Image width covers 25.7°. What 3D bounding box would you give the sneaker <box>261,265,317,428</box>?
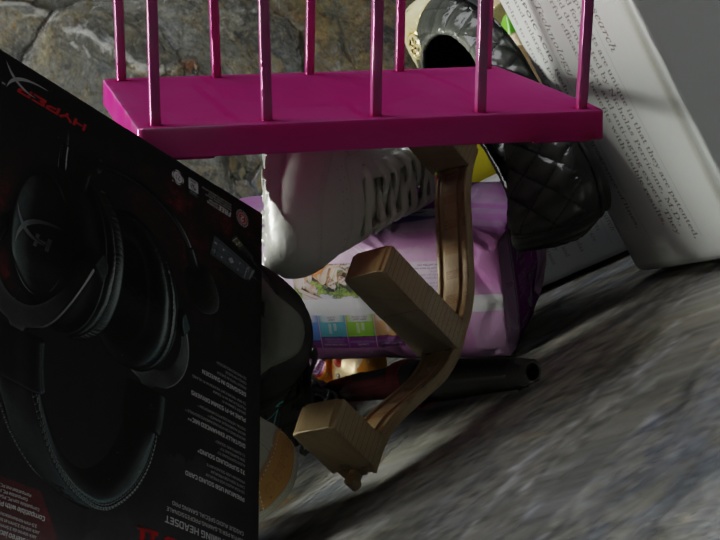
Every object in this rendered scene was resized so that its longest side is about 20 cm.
[{"bbox_3d":[-0.052,0.038,0.755,0.078,0.076,0.200,13,-10,-19],"label":"sneaker"}]

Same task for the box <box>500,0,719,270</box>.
[{"bbox_3d":[0.196,-0.134,0.786,0.198,0.201,0.131,-29,4,-16],"label":"box"}]

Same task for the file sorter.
[{"bbox_3d":[-0.009,-0.126,0.692,0.198,0.127,0.139,-4,16,-14],"label":"file sorter"}]

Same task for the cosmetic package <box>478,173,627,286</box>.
[{"bbox_3d":[0.127,-0.041,0.978,0.199,0.075,0.102,-27,4,28],"label":"cosmetic package"}]

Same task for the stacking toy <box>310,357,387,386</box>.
[{"bbox_3d":[-0.041,0.043,0.993,0.109,0.117,0.200,12,5,-31],"label":"stacking toy"}]

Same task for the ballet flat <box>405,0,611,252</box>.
[{"bbox_3d":[0.064,-0.086,0.829,0.056,0.067,0.201,-21,45,-11],"label":"ballet flat"}]

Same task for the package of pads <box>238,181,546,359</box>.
[{"bbox_3d":[0.000,0.000,0.877,0.198,0.076,0.121,-3,19,18],"label":"package of pads"}]

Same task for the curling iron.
[{"bbox_3d":[0.022,0.064,0.789,0.199,0.026,0.050,-15,35,51],"label":"curling iron"}]

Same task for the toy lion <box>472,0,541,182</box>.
[{"bbox_3d":[0.143,-0.091,1.050,0.198,0.193,0.069,2,46,-4],"label":"toy lion"}]

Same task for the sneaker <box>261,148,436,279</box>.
[{"bbox_3d":[-0.002,-0.051,0.804,0.080,0.077,0.200,12,26,7],"label":"sneaker"}]

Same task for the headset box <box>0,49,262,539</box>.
[{"bbox_3d":[-0.110,0.046,0.571,0.077,0.202,0.148,-24,-38,32],"label":"headset box"}]

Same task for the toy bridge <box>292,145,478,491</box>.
[{"bbox_3d":[0.023,0.017,0.742,0.027,0.067,0.201,-14,44,38],"label":"toy bridge"}]

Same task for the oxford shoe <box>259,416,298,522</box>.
[{"bbox_3d":[-0.090,0.117,0.709,0.200,0.057,0.076,-42,24,46],"label":"oxford shoe"}]
